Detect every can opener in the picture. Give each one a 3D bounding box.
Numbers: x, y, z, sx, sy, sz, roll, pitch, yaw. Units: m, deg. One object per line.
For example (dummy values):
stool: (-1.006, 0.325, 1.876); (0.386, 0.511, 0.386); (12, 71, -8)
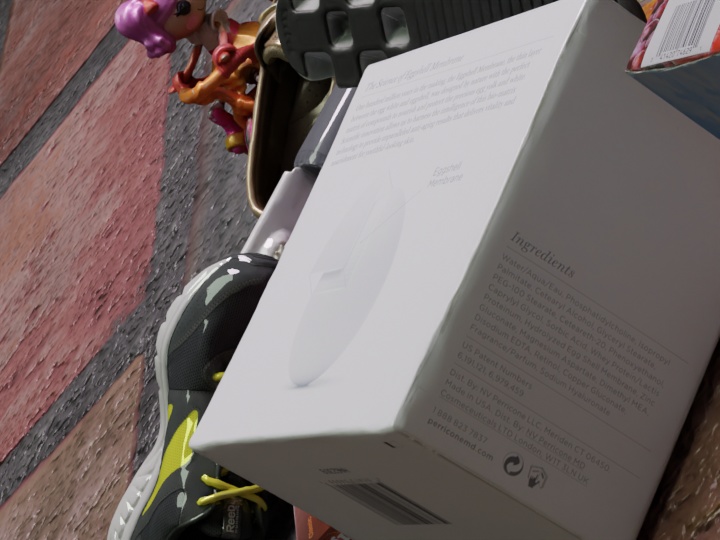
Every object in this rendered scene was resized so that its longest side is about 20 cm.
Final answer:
can opener: (-0.013, -0.056, 1.460); (0.201, 0.053, 0.066); (-61, 20, -10)

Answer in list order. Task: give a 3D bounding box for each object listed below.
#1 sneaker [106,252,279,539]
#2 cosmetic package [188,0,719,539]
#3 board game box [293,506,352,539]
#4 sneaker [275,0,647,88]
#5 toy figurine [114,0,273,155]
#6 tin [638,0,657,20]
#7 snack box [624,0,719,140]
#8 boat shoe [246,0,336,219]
sneaker: (-0.065, 0.091, 1.389); (0.085, 0.074, 0.201); (46, 125, 57)
cosmetic package: (0.054, 0.010, 1.172); (0.199, 0.123, 0.201); (-10, 53, 63)
board game box: (0.000, 0.055, 1.377); (0.103, 0.019, 0.200); (-51, 22, 21)
sneaker: (0.061, -0.124, 1.288); (0.199, 0.075, 0.088); (9, 23, 40)
toy figurine: (-0.077, -0.145, 1.594); (0.150, 0.184, 0.201); (-29, 36, 52)
tin: (0.126, -0.101, 1.286); (0.200, 0.042, 0.113); (-17, 49, 61)
snack box: (0.204, -0.111, 0.939); (0.068, 0.168, 0.201); (-8, 53, 62)
boat shoe: (-0.020, -0.122, 1.503); (0.071, 0.064, 0.201); (8, 93, 36)
